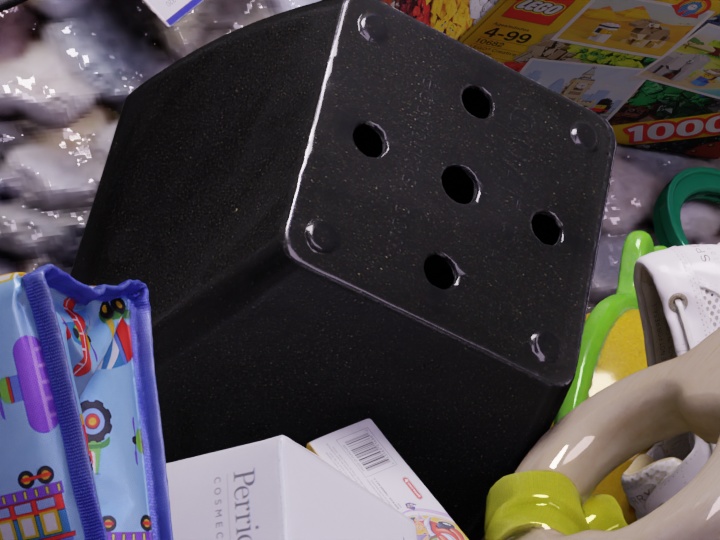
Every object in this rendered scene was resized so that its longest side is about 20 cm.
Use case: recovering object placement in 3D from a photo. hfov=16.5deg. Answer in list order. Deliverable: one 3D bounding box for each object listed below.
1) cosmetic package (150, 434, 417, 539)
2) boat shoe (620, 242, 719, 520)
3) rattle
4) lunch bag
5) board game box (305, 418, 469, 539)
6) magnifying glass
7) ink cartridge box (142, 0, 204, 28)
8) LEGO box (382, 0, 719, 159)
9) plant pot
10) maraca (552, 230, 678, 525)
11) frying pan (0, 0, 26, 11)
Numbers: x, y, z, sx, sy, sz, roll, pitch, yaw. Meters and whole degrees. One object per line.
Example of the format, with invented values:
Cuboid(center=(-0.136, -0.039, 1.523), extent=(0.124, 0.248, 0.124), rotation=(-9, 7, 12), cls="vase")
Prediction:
Cuboid(center=(-0.082, 0.187, 0.879), extent=(0.123, 0.199, 0.200), rotation=(42, 38, -58), cls="cosmetic package")
Cuboid(center=(0.140, 0.089, 1.031), extent=(0.069, 0.071, 0.201), rotation=(-2, 83, -15), cls="boat shoe")
Cuboid(center=(0.158, 0.089, 0.959), extent=(0.200, 0.130, 0.143), rotation=(-38, 96, -12), cls="rattle")
Cuboid(center=(-0.136, 0.114, 0.820), extent=(0.094, 0.150, 0.201), rotation=(12, 65, -73), cls="lunch bag")
Cuboid(center=(0.029, 0.176, 0.973), extent=(0.034, 0.135, 0.200), rotation=(-19, 57, -37), cls="board game box")
Cuboid(center=(0.214, 0.032, 1.245), extent=(0.079, 0.022, 0.200), rotation=(-13, 61, -39), cls="magnifying glass")
Cuboid(center=(-0.135, -0.202, 1.168), extent=(0.200, 0.037, 0.095), rotation=(46, 51, 0), cls="ink cartridge box")
Cuboid(center=(0.131, -0.132, 1.218), extent=(0.199, 0.149, 0.078), rotation=(7, 63, -27), cls="LEGO box")
Cuboid(center=(0.000, 0.000, 1.057), extent=(0.199, 0.177, 0.201), rotation=(26, 55, -18), cls="plant pot")
Cuboid(center=(0.120, 0.071, 1.134), extent=(0.106, 0.138, 0.200), rotation=(3, 40, 21), cls="maraca")
Cuboid(center=(-0.218, -0.107, 1.072), extent=(0.115, 0.031, 0.190), rotation=(39, 49, -8), cls="frying pan")
